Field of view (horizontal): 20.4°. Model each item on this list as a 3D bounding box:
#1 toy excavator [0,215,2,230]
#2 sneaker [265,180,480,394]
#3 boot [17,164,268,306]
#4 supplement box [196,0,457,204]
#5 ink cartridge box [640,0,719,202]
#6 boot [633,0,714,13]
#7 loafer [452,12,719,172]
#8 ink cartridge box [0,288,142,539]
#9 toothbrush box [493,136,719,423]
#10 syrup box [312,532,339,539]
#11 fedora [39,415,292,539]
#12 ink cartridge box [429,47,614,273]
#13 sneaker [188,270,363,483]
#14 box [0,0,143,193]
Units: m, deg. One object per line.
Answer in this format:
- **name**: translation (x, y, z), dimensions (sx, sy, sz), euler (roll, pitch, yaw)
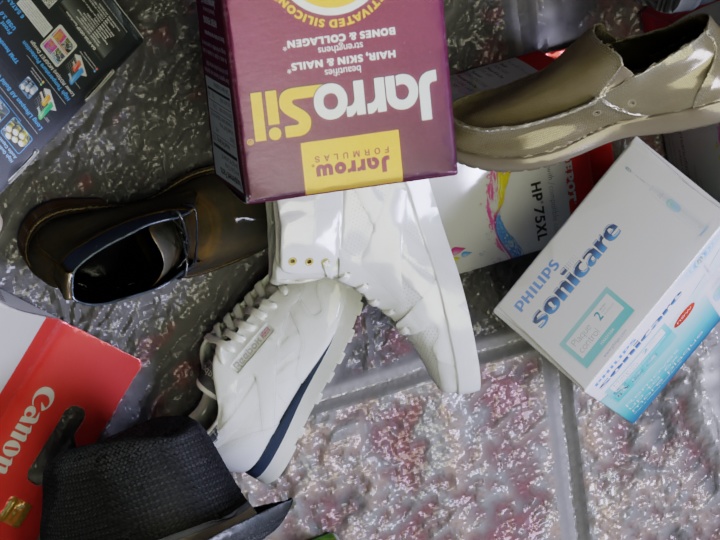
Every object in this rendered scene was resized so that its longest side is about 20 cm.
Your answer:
- **toy excavator**: translation (-0.303, -0.024, 1.136), dimensions (0.193, 0.200, 0.101), euler (-23, 116, -6)
- **sneaker**: translation (0.000, 0.000, 1.265), dimensions (0.115, 0.074, 0.202), euler (-21, 104, -6)
- **boot**: translation (-0.112, -0.015, 1.273), dimensions (0.198, 0.097, 0.075), euler (-12, 113, -15)
- **supplement box**: translation (-0.025, -0.150, 1.144), dimensions (0.130, 0.103, 0.202), euler (-9, 103, -11)
- **ink cartridge box**: translation (0.276, -0.099, 1.327), dimensions (0.085, 0.200, 0.149), euler (-20, 114, -12)
- **boot**: translation (0.248, -0.216, 1.308), dimensions (0.198, 0.165, 0.066), euler (-11, 123, -24)
- **loafer**: translation (0.142, -0.116, 1.251), dimensions (0.198, 0.076, 0.068), euler (-14, 117, 1)
- **ink cartridge box**: translation (-0.257, 0.090, 1.287), dimensions (0.199, 0.050, 0.162), euler (29, 97, -25)
- **toothbrush box**: translation (0.183, 0.012, 1.337), dimensions (0.147, 0.085, 0.200), euler (-50, 160, 2)
- **syrup box**: translation (-0.088, 0.267, 1.394), dimensions (0.198, 0.079, 0.082), euler (-19, 115, -12)
- **fedora**: translation (-0.144, 0.148, 1.290), dimensions (0.199, 0.201, 0.092), euler (-18, 90, -13)
- **ink cartridge box**: translation (0.089, -0.072, 1.342), dimensions (0.198, 0.067, 0.117), euler (-17, 113, -13)
- **sneaker**: translation (-0.059, 0.045, 1.328), dimensions (0.080, 0.076, 0.201), euler (20, 103, -17)
- **box**: translation (-0.242, -0.157, 1.172), dimensions (0.159, 0.046, 0.200), euler (-51, 120, -23)
